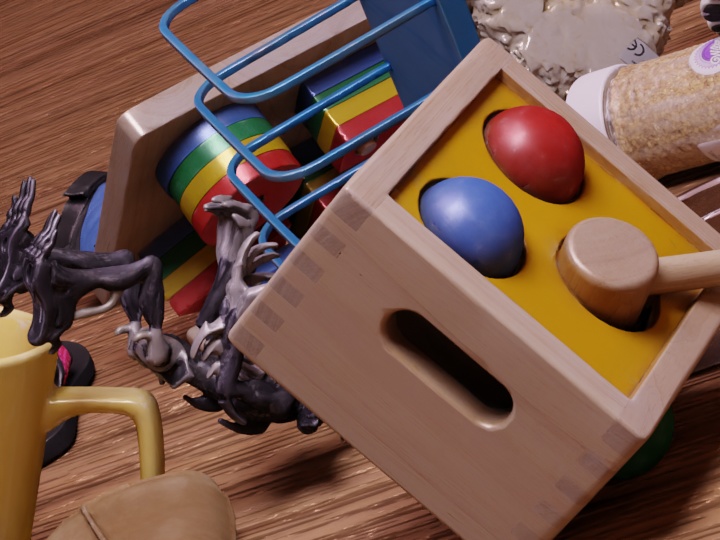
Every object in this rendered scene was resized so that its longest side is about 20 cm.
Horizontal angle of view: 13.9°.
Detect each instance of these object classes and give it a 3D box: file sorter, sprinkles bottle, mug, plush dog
[{"bbox_3d":[0.001,-0.059,1.488,0.122,0.200,0.139,-31,34,-9],"label":"file sorter"},{"bbox_3d":[0.207,-0.095,1.573,0.200,0.068,0.068,-15,19,36],"label":"sprinkles bottle"},{"bbox_3d":[-0.207,0.106,1.430,0.186,0.154,0.149,9,14,35],"label":"mug"},{"bbox_3d":[0.107,-0.130,1.790,0.199,0.161,0.172,-2,-6,-15],"label":"plush dog"}]

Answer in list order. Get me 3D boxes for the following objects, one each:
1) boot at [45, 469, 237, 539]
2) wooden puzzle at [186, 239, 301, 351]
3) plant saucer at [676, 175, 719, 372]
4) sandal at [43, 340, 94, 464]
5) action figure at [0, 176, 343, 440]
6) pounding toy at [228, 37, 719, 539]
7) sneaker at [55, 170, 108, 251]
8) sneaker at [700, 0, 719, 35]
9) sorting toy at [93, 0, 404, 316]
[{"bbox_3d":[-0.126,0.161,1.313,0.175,0.066,0.200,-16,15,-8],"label":"boot"},{"bbox_3d":[0.000,0.000,1.650,0.185,0.046,0.200,-31,15,-11],"label":"wooden puzzle"},{"bbox_3d":[0.177,-0.008,1.412,0.200,0.032,0.200,-26,16,8],"label":"plant saucer"},{"bbox_3d":[-0.200,0.068,1.764,0.075,0.045,0.200,-27,15,1],"label":"sandal"},{"bbox_3d":[-0.072,0.018,1.418,0.102,0.199,0.119,-66,23,3],"label":"action figure"},{"bbox_3d":[0.091,0.008,1.246,0.142,0.200,0.184,-51,-2,37],"label":"pounding toy"},{"bbox_3d":[-0.130,-0.055,1.985,0.111,0.077,0.200,0,36,41],"label":"sneaker"},{"bbox_3d":[0.222,-0.168,1.606,0.080,0.084,0.200,-8,-10,7],"label":"sneaker"},{"bbox_3d":[-0.048,-0.054,1.707,0.198,0.070,0.200,-29,-20,-23],"label":"sorting toy"}]
